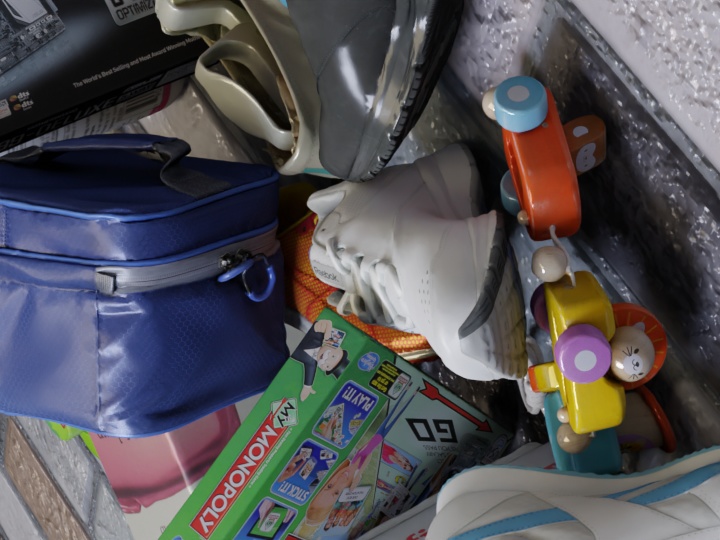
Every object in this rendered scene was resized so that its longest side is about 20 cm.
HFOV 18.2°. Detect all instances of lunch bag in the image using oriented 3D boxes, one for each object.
[{"bbox_3d":[-0.129,-0.002,1.141,0.200,0.136,0.133,6,107,37],"label":"lunch bag"}]

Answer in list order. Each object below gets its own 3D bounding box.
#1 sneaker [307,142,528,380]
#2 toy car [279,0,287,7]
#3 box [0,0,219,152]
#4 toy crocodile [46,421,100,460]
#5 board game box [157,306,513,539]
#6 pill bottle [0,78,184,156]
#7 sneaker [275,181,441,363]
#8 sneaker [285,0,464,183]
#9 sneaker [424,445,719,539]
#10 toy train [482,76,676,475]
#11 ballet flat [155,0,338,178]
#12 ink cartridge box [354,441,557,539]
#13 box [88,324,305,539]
[{"bbox_3d":[0.024,0.003,0.998,0.200,0.087,0.075,-113,13,-72],"label":"sneaker"},{"bbox_3d":[-0.113,-0.203,1.022,0.184,0.200,0.177,50,150,28],"label":"toy car"},{"bbox_3d":[-0.188,-0.152,1.205,0.158,0.200,0.050,65,159,4],"label":"box"},{"bbox_3d":[-0.178,0.060,1.517,0.062,0.067,0.200,37,145,35],"label":"toy crocodile"},{"bbox_3d":[-0.007,0.103,1.054,0.029,0.135,0.200,35,180,28],"label":"board game box"},{"bbox_3d":[-0.211,-0.112,1.279,0.113,0.200,0.114,42,145,39],"label":"pill bottle"},{"bbox_3d":[0.000,0.000,1.133,0.200,0.073,0.077,21,120,52],"label":"sneaker"},{"bbox_3d":[0.001,-0.125,0.989,0.091,0.076,0.200,21,133,7],"label":"sneaker"},{"bbox_3d":[0.119,0.124,0.922,0.199,0.081,0.077,-9,124,24],"label":"sneaker"},{"bbox_3d":[0.099,0.015,0.987,0.200,0.055,0.150,80,177,-47],"label":"toy train"},{"bbox_3d":[-0.065,-0.126,1.151,0.200,0.069,0.070,55,152,22],"label":"ballet flat"},{"bbox_3d":[0.098,0.170,1.009,0.200,0.145,0.084,28,136,52],"label":"ink cartridge box"},{"bbox_3d":[-0.102,0.055,1.322,0.128,0.109,0.200,-19,95,63],"label":"box"}]
